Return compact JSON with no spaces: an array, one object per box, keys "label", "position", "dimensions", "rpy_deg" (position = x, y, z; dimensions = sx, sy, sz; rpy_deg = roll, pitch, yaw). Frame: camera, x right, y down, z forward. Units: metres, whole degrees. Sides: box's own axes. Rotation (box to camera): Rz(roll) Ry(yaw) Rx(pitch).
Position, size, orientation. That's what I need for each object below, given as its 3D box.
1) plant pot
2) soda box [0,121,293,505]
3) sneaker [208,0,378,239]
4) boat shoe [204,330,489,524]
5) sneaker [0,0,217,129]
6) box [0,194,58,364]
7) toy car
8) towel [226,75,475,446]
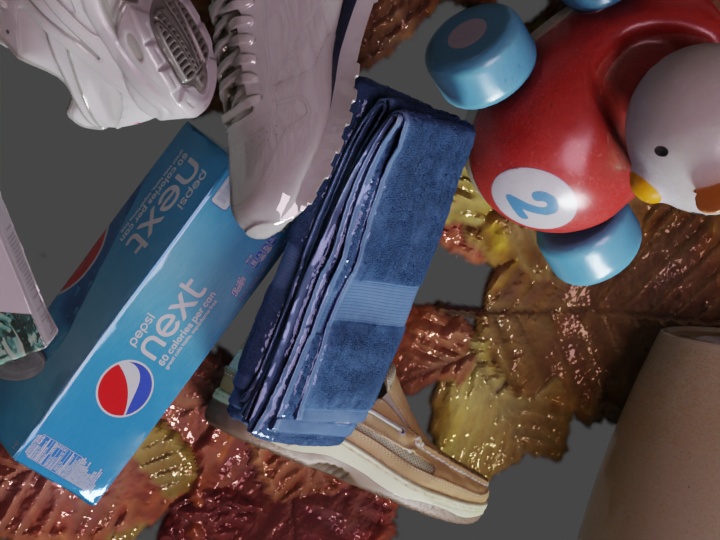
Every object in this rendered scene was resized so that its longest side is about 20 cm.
[{"label":"plant pot","position":[0.226,0.141,1.487],"dimensions":[0.187,0.187,0.201],"rpy_deg":[2,97,-30]},{"label":"soda box","position":[-0.120,0.023,1.286],"dimensions":[0.064,0.068,0.200],"rpy_deg":[36,91,-35]},{"label":"sneaker","position":[-0.047,-0.112,1.231],"dimensions":[0.080,0.076,0.201],"rpy_deg":[26,61,-30]},{"label":"boat shoe","position":[0.006,0.090,1.393],"dimensions":[0.200,0.072,0.076],"rpy_deg":[25,87,-35]},{"label":"sneaker","position":[-0.157,-0.153,1.182],"dimensions":[0.099,0.078,0.201],"rpy_deg":[-18,107,26]},{"label":"box","position":[-0.265,0.002,1.139],"dimensions":[0.199,0.036,0.145],"rpy_deg":[-20,100,8]},{"label":"toy car","position":[0.168,-0.075,1.325],"dimensions":[0.177,0.200,0.185],"rpy_deg":[-40,125,-8]},{"label":"towel","position":[0.000,0.000,1.290],"dimensions":[0.112,0.048,0.201],"rpy_deg":[11,102,-59]}]
